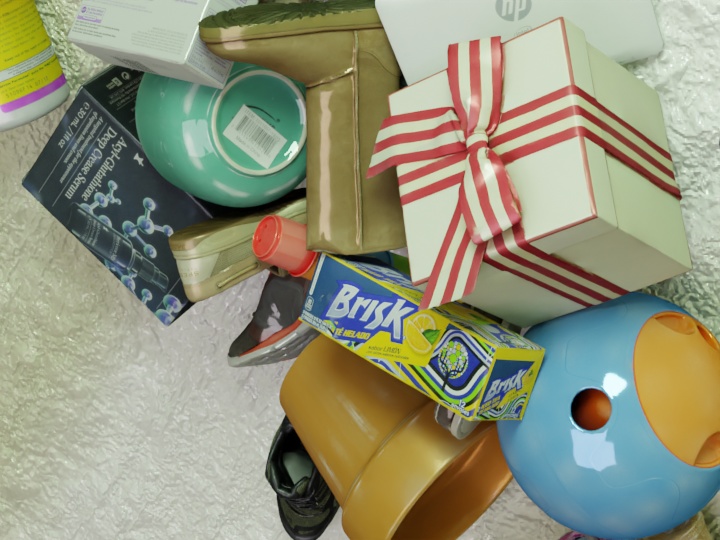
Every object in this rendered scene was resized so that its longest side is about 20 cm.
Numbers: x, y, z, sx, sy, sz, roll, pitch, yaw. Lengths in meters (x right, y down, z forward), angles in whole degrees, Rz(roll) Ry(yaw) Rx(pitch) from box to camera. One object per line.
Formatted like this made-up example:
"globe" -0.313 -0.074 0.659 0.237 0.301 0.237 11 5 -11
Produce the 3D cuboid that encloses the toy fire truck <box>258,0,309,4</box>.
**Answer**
"toy fire truck" -0.053 -0.243 1.444 0.200 0.049 0.141 45 132 0

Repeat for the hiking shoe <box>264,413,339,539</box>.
"hiking shoe" -0.065 0.200 1.683 0.075 0.101 0.201 21 126 21

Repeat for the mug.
"mug" -0.089 -0.133 1.457 0.114 0.184 0.153 -158 58 -65

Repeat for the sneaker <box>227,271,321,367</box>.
"sneaker" -0.062 0.029 1.615 0.200 0.077 0.082 -34 69 40

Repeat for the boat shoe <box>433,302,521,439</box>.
"boat shoe" 0.104 0.043 1.435 0.059 0.201 0.072 21 168 18

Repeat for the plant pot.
"plant pot" 0.030 0.141 1.541 0.183 0.200 0.201 44 133 23

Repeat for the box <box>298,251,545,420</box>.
"box" 0.046 0.050 1.362 0.199 0.070 0.065 28 104 39

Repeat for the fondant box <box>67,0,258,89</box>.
"fondant box" -0.141 -0.259 1.391 0.144 0.058 0.201 17 84 38

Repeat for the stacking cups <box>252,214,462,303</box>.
"stacking cups" 0.000 0.000 1.469 0.199 0.061 0.060 19 144 -36

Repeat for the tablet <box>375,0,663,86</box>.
"tablet" 0.123 -0.190 1.312 0.199 0.014 0.131 -17 128 11

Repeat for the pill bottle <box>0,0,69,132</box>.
"pill bottle" -0.356 -0.237 1.606 0.104 0.104 0.201 -6 113 35

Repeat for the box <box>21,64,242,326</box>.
"box" -0.191 -0.078 1.594 0.200 0.107 0.149 43 131 2

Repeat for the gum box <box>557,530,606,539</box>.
"gum box" 0.243 0.334 1.551 0.201 0.066 0.113 65 168 -16

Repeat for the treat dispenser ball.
"treat dispenser ball" 0.210 0.117 1.390 0.200 0.201 0.202 16 125 24

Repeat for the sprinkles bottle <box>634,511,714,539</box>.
"sprinkles bottle" 0.318 0.311 1.526 0.068 0.068 0.201 -19 105 39

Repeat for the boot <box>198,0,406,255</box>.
"boot" -0.036 -0.109 1.351 0.174 0.066 0.201 -6 110 -12

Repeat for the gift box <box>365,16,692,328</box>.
"gift box" 0.120 -0.059 1.297 0.199 0.186 0.186 -26 61 28

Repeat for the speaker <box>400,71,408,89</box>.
"speaker" 0.071 -0.164 1.392 0.081 0.081 0.201 30 130 14

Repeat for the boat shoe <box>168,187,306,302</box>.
"boat shoe" -0.074 -0.027 1.494 0.071 0.199 0.065 7 113 59
